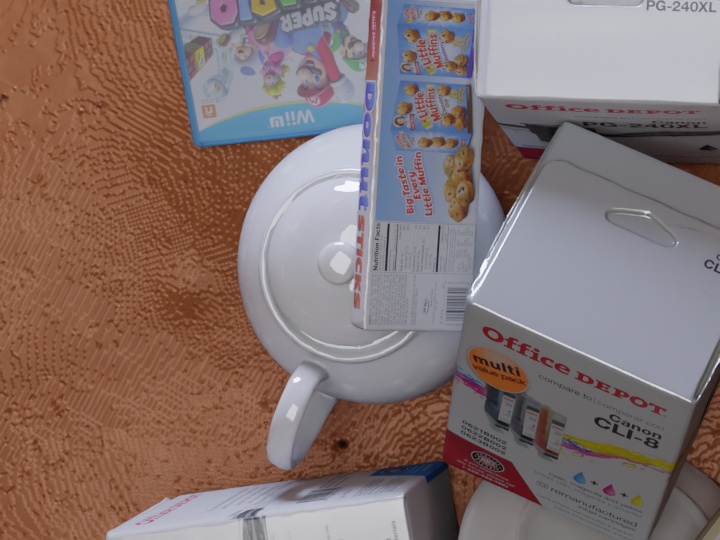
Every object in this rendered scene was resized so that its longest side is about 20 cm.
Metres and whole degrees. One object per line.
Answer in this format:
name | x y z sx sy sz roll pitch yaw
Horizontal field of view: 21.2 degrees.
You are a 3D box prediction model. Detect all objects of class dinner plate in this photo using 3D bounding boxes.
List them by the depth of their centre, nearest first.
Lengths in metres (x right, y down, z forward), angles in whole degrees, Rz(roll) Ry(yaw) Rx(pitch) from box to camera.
dinner plate | 0.160 0.184 1.203 0.199 0.024 0.201 4 56 -6

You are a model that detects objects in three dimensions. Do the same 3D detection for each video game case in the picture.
video game case | -0.060 -0.187 1.283 0.142 0.018 0.201 -5 108 13

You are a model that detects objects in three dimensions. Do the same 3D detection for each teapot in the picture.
teapot | 0.000 0.000 1.238 0.197 0.146 0.201 -23 87 13

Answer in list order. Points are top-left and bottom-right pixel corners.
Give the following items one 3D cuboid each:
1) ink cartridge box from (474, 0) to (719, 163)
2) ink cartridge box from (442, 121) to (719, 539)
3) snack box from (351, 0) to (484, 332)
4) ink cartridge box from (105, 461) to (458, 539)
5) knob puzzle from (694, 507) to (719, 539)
ink cartridge box | 0.155 -0.122 1.166 0.144 0.200 0.084 3 84 14
ink cartridge box | 0.146 0.042 1.156 0.145 0.200 0.145 23 60 13
snack box | 0.037 -0.064 1.160 0.071 0.024 0.201 1 96 -20
ink cartridge box | -0.045 0.185 1.253 0.199 0.146 0.085 -10 91 14
knob puzzle | 0.272 0.221 1.181 0.218 0.030 0.221 4 79 -21
